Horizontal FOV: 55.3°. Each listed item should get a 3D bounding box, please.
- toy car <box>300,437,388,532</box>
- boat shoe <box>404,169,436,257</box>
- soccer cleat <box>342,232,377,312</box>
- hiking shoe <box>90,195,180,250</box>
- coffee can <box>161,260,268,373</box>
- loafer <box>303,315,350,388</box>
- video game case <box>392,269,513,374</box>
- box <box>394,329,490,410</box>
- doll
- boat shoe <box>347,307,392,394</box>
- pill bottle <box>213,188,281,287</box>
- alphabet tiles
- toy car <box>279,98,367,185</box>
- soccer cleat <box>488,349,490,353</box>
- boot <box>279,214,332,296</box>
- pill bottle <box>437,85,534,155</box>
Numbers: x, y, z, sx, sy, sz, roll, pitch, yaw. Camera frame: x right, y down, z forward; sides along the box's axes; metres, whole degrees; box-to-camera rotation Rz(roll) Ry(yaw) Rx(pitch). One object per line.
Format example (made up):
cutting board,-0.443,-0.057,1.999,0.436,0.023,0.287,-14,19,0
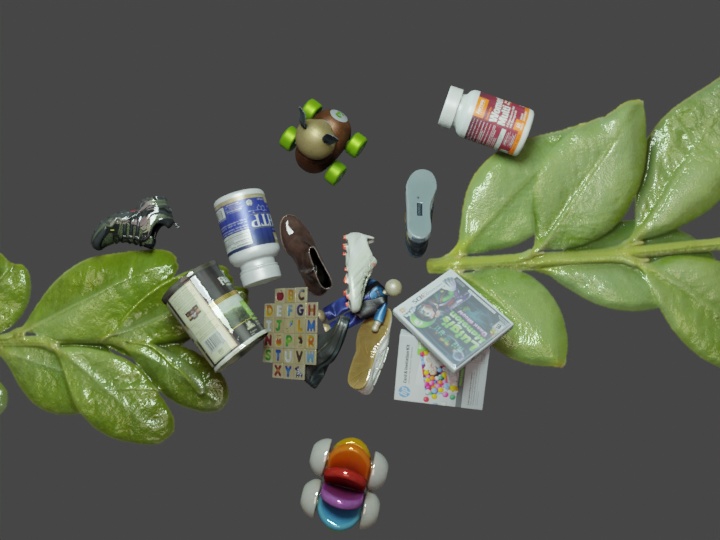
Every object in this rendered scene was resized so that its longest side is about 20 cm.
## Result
toy car,-0.035,0.465,1.474,0.173,0.150,0.202,13,85,2
boat shoe,0.131,-0.131,1.574,0.070,0.091,0.202,8,58,1
soccer cleat,0.000,0.000,1.533,0.077,0.070,0.202,1,59,-4
hiking shoe,-0.517,-0.087,1.569,0.199,0.076,0.101,-31,82,-3
coffee can,-0.319,0.102,1.514,0.146,0.146,0.201,-37,86,-3
loafer,-0.086,0.171,1.502,0.072,0.073,0.201,29,116,-3
video game case,0.201,0.105,1.499,0.181,0.023,0.200,-33,58,-23
box,0.179,0.218,1.518,0.197,0.041,0.158,7,106,7
doll,0.005,0.081,1.548,0.198,0.049,0.137,-28,60,2
boat shoe,0.028,0.181,1.546,0.070,0.069,0.202,8,65,32
pill bottle,-0.247,-0.070,1.542,0.118,0.120,0.202,-17,85,-1
alphabet tiles,-0.157,0.139,1.528,0.165,0.006,0.203,-3,83,39
toy car,-0.087,-0.304,1.522,0.164,0.200,0.158,37,86,4
soccer cleat,0.196,0.151,1.545,0.198,0.065,0.085,21,88,2
boot,-0.115,-0.043,1.511,0.072,0.166,0.202,-23,88,-15
pill bottle,0.284,-0.344,1.567,0.198,0.110,0.111,20,85,2
